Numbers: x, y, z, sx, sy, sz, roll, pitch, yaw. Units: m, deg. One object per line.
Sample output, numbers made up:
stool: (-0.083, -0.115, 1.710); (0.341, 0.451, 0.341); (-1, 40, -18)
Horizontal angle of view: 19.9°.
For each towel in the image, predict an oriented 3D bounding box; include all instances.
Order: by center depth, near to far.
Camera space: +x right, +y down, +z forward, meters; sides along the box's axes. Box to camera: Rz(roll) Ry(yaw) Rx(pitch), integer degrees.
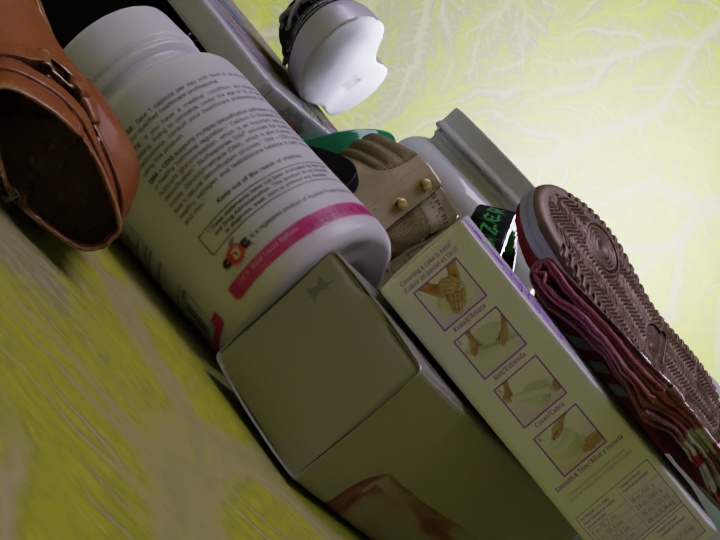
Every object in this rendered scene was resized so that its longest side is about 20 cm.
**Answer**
towel: (0.168, 0.090, 1.090); (0.200, 0.023, 0.144); (50, 2, -35)

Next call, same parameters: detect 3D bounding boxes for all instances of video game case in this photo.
video game case: (-0.096, -0.167, 1.376); (0.200, 0.023, 0.182); (51, 6, 19)

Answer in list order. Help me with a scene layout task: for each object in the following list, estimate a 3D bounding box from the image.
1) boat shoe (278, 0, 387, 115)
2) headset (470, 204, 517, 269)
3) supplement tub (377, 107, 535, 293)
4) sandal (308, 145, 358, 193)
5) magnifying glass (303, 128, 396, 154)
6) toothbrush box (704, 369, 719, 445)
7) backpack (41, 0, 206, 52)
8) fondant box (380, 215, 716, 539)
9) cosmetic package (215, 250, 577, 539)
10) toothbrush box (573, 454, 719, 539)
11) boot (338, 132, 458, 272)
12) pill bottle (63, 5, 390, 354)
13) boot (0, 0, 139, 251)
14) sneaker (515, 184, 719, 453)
boat shoe: (-0.025, -0.158, 1.379); (0.068, 0.072, 0.200); (52, 3, 7)
headset: (0.052, 0.051, 1.234); (0.093, 0.201, 0.124); (12, 38, 10)
supplement tub: (0.038, -0.002, 1.453); (0.145, 0.200, 0.145); (46, 3, -3)
sandal: (-0.096, -0.080, 1.279); (0.199, 0.075, 0.045); (19, -46, 22)
magnifying glass: (-0.065, -0.069, 1.358); (0.080, 0.199, 0.023); (-36, -114, 58)
toothbrush box: (0.180, 0.147, 1.463); (0.085, 0.201, 0.147); (-20, 60, -43)
backpack: (-0.166, -0.164, 1.502); (0.163, 0.154, 0.200); (41, 23, -2)
fondant box: (0.097, 0.065, 1.072); (0.200, 0.058, 0.144); (49, 5, 1)
cosmetic package: (0.024, 0.091, 1.078); (0.200, 0.087, 0.104); (45, 7, -47)
toothbrush box: (0.190, 0.201, 1.282); (0.200, 0.146, 0.085); (47, 2, 30)
boot: (0.000, 0.000, 1.264); (0.200, 0.155, 0.073); (46, -24, 43)
pill bottle: (-0.085, -0.048, 1.136); (0.200, 0.113, 0.113); (48, 3, 22)
boot: (-0.176, -0.098, 0.961); (0.200, 0.074, 0.155); (43, 8, -17)
sneaker: (0.118, 0.043, 1.197); (0.200, 0.112, 0.071); (52, 37, -25)
